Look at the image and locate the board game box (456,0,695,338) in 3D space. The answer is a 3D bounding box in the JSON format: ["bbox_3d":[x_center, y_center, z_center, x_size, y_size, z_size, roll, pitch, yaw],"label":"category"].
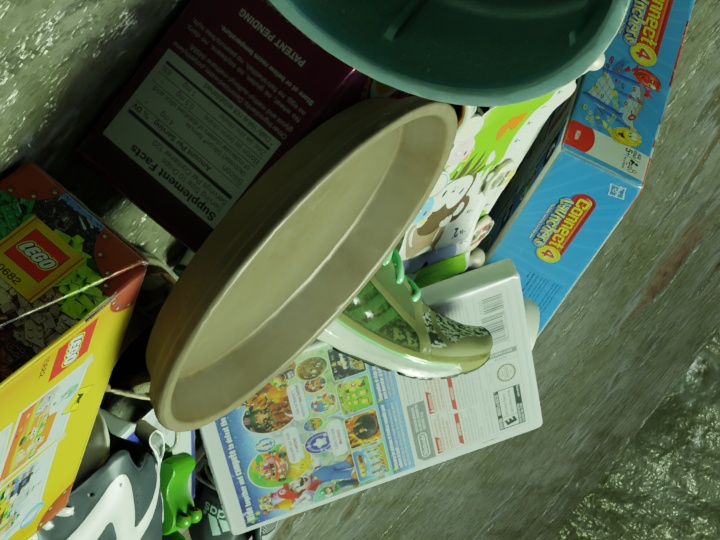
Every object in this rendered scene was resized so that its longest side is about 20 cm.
[{"bbox_3d":[0.131,-0.075,1.869,0.200,0.056,0.196,122,-9,-50],"label":"board game box"}]

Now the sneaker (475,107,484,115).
[{"bbox_3d":[0.023,-0.017,1.822,0.088,0.075,0.200,-30,157,-56],"label":"sneaker"}]

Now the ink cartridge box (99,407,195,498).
[{"bbox_3d":[-0.175,0.151,1.699,0.200,0.047,0.198,-47,165,-21],"label":"ink cartridge box"}]

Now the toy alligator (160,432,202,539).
[{"bbox_3d":[-0.115,0.141,1.662,0.200,0.054,0.059,-57,165,21],"label":"toy alligator"}]

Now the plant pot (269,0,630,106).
[{"bbox_3d":[0.066,-0.204,1.237,0.196,0.200,0.200,-49,169,-40],"label":"plant pot"}]

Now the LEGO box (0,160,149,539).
[{"bbox_3d":[-0.188,0.070,1.354,0.149,0.077,0.200,-40,163,-38],"label":"LEGO box"}]

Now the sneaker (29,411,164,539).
[{"bbox_3d":[-0.177,0.119,1.525,0.199,0.079,0.130,0,112,-37],"label":"sneaker"}]

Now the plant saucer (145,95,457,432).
[{"bbox_3d":[-0.031,-0.008,1.396,0.200,0.029,0.200,-44,166,-14],"label":"plant saucer"}]

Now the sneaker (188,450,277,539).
[{"bbox_3d":[-0.072,0.125,1.835,0.140,0.078,0.200,-63,167,-7],"label":"sneaker"}]

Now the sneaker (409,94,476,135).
[{"bbox_3d":[0.050,-0.110,1.599,0.200,0.085,0.073,-44,132,-25],"label":"sneaker"}]

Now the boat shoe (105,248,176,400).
[{"bbox_3d":[-0.117,0.035,1.500,0.076,0.074,0.200,-51,167,4],"label":"boat shoe"}]

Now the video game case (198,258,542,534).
[{"bbox_3d":[0.005,0.075,1.753,0.200,0.018,0.143,-19,139,-6],"label":"video game case"}]

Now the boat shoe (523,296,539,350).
[{"bbox_3d":[0.033,0.066,1.853,0.200,0.062,0.075,-37,-145,50],"label":"boat shoe"}]

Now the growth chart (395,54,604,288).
[{"bbox_3d":[0.066,-0.050,1.709,0.145,0.018,0.200,-30,157,-48],"label":"growth chart"}]

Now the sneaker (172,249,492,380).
[{"bbox_3d":[0.000,0.000,1.638,0.200,0.077,0.089,20,96,-33],"label":"sneaker"}]

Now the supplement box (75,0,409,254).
[{"bbox_3d":[-0.027,-0.103,1.398,0.200,0.086,0.110,-52,167,8],"label":"supplement box"}]
